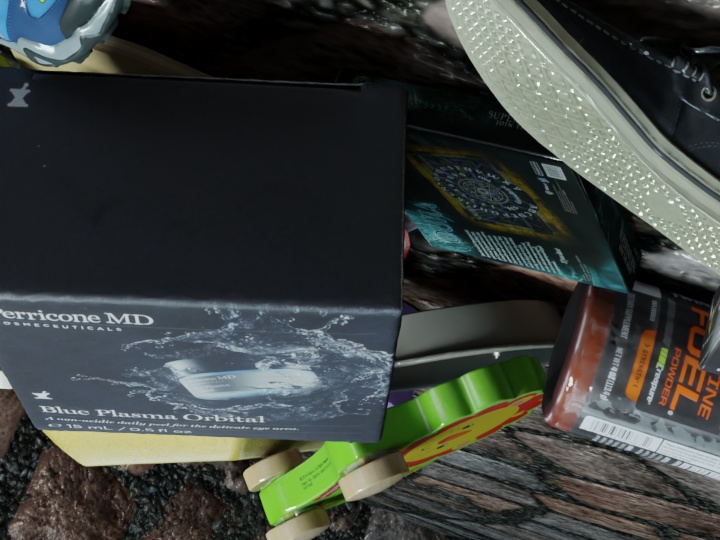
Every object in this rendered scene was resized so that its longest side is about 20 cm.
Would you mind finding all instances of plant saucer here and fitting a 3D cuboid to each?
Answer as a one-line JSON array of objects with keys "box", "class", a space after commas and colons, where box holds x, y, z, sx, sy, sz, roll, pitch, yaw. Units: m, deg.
[{"box": [-0.120, 0.121, 1.085, 0.197, 0.049, 0.199, -7, 174, 26], "class": "plant saucer"}]

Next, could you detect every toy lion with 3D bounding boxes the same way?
[{"box": [0.036, 0.121, 1.005, 0.190, 0.069, 0.200, -14, 161, -35], "class": "toy lion"}]

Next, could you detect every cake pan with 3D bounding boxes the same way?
[{"box": [0.063, 0.057, 1.027, 0.197, 0.037, 0.200, -8, 170, -1], "class": "cake pan"}]

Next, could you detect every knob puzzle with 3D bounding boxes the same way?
[{"box": [-0.107, -0.099, 0.783, 0.217, 0.031, 0.220, 22, 170, 4], "class": "knob puzzle"}]

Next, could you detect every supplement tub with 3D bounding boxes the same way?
[{"box": [0.222, 0.076, 0.895, 0.197, 0.108, 0.107, 17, 167, 2], "class": "supplement tub"}]

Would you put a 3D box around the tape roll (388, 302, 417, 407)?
[{"box": [-0.042, 0.061, 1.232, 0.197, 0.086, 0.200, 18, 168, 4], "class": "tape roll"}]

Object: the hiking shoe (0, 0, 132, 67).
[{"box": [-0.164, -0.137, 0.614, 0.086, 0.075, 0.199, 27, 164, -38], "class": "hiking shoe"}]

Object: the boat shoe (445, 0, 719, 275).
[{"box": [0.119, -0.065, 0.567, 0.199, 0.063, 0.075, 36, 169, -9], "class": "boat shoe"}]

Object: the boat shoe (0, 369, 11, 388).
[{"box": [-0.149, 0.009, 0.856, 0.198, 0.060, 0.072, -20, -143, -36], "class": "boat shoe"}]

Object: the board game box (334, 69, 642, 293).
[{"box": [0.075, -0.045, 0.768, 0.134, 0.029, 0.200, 15, 166, 23], "class": "board game box"}]

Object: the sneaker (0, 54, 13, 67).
[{"box": [-0.246, -0.095, 0.858, 0.199, 0.075, 0.081, 22, 172, 45], "class": "sneaker"}]

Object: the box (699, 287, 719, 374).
[{"box": [0.270, 0.029, 0.732, 0.156, 0.049, 0.200, 14, 167, 10], "class": "box"}]

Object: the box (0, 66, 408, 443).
[{"box": [-0.079, 0.001, 0.700, 0.193, 0.119, 0.201, 2, 156, -1], "class": "box"}]

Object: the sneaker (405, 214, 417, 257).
[{"box": [0.000, 0.000, 0.958, 0.111, 0.072, 0.200, 14, 165, 28], "class": "sneaker"}]
